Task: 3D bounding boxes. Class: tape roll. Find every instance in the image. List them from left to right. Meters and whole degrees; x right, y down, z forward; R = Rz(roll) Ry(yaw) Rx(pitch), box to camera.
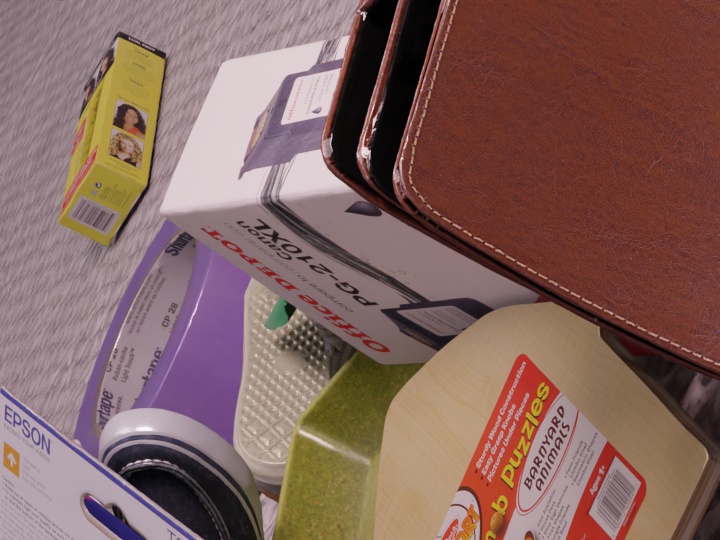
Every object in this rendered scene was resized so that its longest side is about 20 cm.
[{"bbox_3d":[-0.092,0.052,1.685,0.200,0.085,0.200,-57,17,29],"label":"tape roll"}]

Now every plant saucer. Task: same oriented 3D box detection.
[{"bbox_3d":[0.020,0.103,1.315,0.200,0.048,0.200,-50,21,43],"label":"plant saucer"}]

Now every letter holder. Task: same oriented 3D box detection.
[{"bbox_3d":[0.091,-0.021,0.985,0.101,0.200,0.143,-40,30,57],"label":"letter holder"}]

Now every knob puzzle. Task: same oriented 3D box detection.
[{"bbox_3d":[0.064,0.102,1.123,0.219,0.030,0.220,-27,58,53],"label":"knob puzzle"}]

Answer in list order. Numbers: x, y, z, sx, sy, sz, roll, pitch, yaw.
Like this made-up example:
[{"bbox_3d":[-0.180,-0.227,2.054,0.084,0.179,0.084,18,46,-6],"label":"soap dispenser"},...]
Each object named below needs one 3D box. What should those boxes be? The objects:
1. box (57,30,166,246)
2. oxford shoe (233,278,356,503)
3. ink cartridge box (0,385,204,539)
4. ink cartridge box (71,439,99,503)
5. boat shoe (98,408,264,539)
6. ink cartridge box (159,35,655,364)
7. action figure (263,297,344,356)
[{"bbox_3d":[-0.203,-0.110,2.342,0.075,0.050,0.200,-54,20,33],"label":"box"},{"bbox_3d":[-0.028,0.047,1.531,0.058,0.075,0.200,79,-163,-46],"label":"oxford shoe"},{"bbox_3d":[-0.104,0.177,1.318,0.196,0.043,0.201,33,125,40],"label":"ink cartridge box"},{"bbox_3d":[-0.175,0.201,1.695,0.198,0.043,0.201,169,84,-71],"label":"ink cartridge box"},{"bbox_3d":[-0.079,0.160,1.370,0.091,0.071,0.201,-82,-21,-44],"label":"boat shoe"},{"bbox_3d":[0.035,-0.030,1.182,0.200,0.145,0.085,-5,56,52],"label":"ink cartridge box"},{"bbox_3d":[0.000,0.000,1.393,0.118,0.055,0.200,-36,-6,0],"label":"action figure"}]
